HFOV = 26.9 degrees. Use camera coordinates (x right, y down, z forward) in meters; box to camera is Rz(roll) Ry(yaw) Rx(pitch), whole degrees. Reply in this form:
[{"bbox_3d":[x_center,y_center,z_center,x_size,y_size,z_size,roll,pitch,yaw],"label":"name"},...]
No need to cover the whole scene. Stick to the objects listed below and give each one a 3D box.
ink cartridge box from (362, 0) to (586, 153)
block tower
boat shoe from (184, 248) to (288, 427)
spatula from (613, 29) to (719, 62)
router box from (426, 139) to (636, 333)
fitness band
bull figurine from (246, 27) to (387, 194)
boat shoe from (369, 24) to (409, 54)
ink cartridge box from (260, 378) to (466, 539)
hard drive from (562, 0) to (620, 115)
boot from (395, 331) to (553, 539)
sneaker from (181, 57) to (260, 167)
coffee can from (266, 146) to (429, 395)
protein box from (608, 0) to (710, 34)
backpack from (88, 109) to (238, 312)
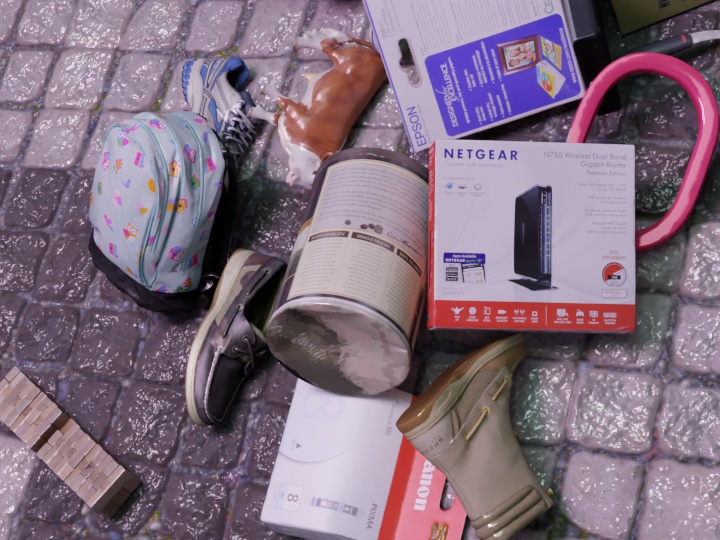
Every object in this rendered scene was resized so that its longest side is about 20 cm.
[{"bbox_3d":[0.117,-0.246,1.570,0.198,0.200,0.043,-18,24,3],"label":"ink cartridge box"},{"bbox_3d":[-0.316,0.185,1.605,0.199,0.058,0.054,36,81,33],"label":"block tower"},{"bbox_3d":[-0.127,0.069,1.582,0.065,0.072,0.203,2,61,27],"label":"boat shoe"},{"bbox_3d":[0.359,-0.242,1.572,0.198,0.021,0.057,-14,59,-2],"label":"spatula"},{"bbox_3d":[0.163,-0.031,1.452,0.197,0.049,0.182,1,85,-4],"label":"router box"},{"bbox_3d":[0.278,-0.118,1.508,0.142,0.037,0.202,20,88,9],"label":"fitness band"},{"bbox_3d":[-0.049,-0.181,1.673,0.121,0.065,0.201,34,69,-2],"label":"bull figurine"},{"bbox_3d":[0.043,-0.323,1.723,0.066,0.074,0.201,6,54,29],"label":"boat shoe"},{"bbox_3d":[0.013,0.190,1.479,0.198,0.047,0.162,4,65,26],"label":"ink cartridge box"},{"bbox_3d":[0.232,-0.284,1.582,0.032,0.140,0.202,-14,60,12],"label":"hard drive"},{"bbox_3d":[0.132,0.158,1.428,0.073,0.200,0.156,-34,92,38],"label":"boot"},{"bbox_3d":[-0.154,-0.166,1.712,0.084,0.077,0.202,-13,61,9],"label":"sneaker"},{"bbox_3d":[0.000,0.000,1.496,0.145,0.147,0.202,0,50,21],"label":"coffee can"},{"bbox_3d":[0.329,-0.386,1.563,0.198,0.199,0.136,-20,58,11],"label":"protein box"},{"bbox_3d":[-0.216,-0.071,1.613,0.166,0.126,0.202,38,123,29],"label":"backpack"}]
